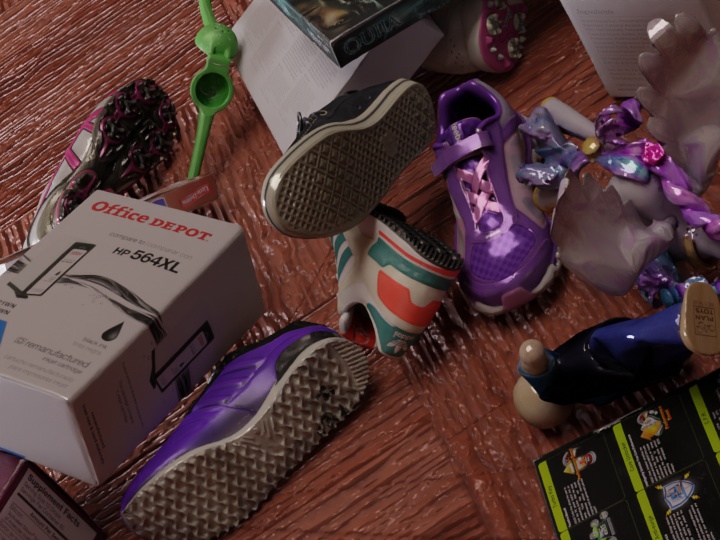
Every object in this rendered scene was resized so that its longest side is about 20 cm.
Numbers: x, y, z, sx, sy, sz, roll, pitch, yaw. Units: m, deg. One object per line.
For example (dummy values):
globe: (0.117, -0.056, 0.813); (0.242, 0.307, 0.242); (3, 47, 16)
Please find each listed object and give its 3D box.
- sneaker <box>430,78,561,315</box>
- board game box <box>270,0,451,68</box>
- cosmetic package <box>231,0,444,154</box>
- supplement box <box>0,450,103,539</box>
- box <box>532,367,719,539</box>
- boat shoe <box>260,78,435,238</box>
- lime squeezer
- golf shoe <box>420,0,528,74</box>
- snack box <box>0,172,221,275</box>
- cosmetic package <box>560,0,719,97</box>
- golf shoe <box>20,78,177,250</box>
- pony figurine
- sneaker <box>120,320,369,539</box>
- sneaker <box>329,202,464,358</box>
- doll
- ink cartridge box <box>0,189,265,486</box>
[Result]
sneaker: (0.087, -0.058, 1.380); (0.080, 0.089, 0.201); (-21, 43, 17)
board game box: (0.036, -0.239, 1.497); (0.199, 0.028, 0.135); (-32, 40, -9)
cosmetic package: (-0.026, -0.187, 1.584); (0.151, 0.051, 0.200); (-53, 36, 18)
supplement box: (-0.297, 0.229, 1.379); (0.130, 0.103, 0.201); (6, 55, 41)
box: (0.210, 0.148, 1.119); (0.192, 0.048, 0.201); (-30, 39, 12)
boat shoe: (-0.017, -0.077, 1.356); (0.062, 0.075, 0.200); (-1, 25, 32)
lime squeezer: (-0.130, -0.159, 1.630); (0.070, 0.038, 0.202); (-30, 50, 46)
golf shoe: (0.093, -0.237, 1.562); (0.091, 0.075, 0.201); (-11, 46, 35)
snack box: (-0.205, -0.028, 1.532); (0.199, 0.024, 0.072); (-26, 8, -35)
cosmetic package: (0.224, -0.262, 1.384); (0.122, 0.200, 0.200); (4, 55, 39)
golf shoe: (-0.225, -0.084, 1.651); (0.092, 0.073, 0.201); (-17, 34, 43)
pony figurine: (0.180, -0.050, 1.217); (0.167, 0.193, 0.200); (-54, 32, -6)
sneaker: (-0.089, 0.108, 1.375); (0.200, 0.070, 0.099); (-39, 32, -7)
sneaker: (0.000, 0.000, 1.401); (0.094, 0.070, 0.200); (-65, 28, 6)
doll: (0.155, 0.054, 1.192); (0.200, 0.135, 0.049); (-31, 63, 55)
ink cartridge box: (-0.185, 0.041, 1.383); (0.145, 0.085, 0.200); (14, 45, 31)
